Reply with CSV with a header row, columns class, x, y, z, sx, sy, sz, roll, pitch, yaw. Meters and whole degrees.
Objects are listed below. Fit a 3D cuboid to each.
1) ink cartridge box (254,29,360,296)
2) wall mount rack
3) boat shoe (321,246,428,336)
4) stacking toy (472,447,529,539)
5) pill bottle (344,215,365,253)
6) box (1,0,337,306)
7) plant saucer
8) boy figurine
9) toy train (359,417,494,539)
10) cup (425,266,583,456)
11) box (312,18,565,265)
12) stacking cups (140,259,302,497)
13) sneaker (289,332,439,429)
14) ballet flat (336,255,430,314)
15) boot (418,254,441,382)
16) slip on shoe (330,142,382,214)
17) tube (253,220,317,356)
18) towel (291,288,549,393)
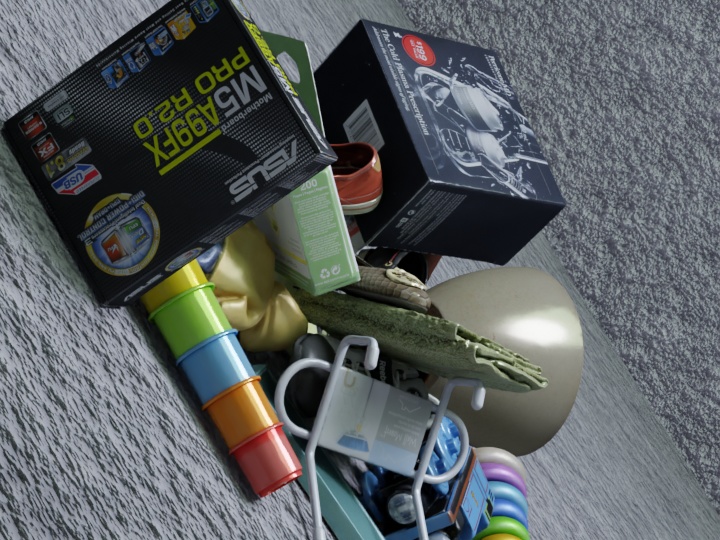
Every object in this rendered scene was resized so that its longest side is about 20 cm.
class,x,y,z,sx,sy,sz,roll,pitch,yaw
ink cartridge box,-0.062,-0.091,1.638,0.145,0.048,0.201,-150,-136,-69
wall mount rack,0.019,0.152,1.596,0.199,0.175,0.074,22,-10,-32
boat shoe,0.012,0.050,1.828,0.202,0.063,0.074,-68,143,-45
stacking toy,0.127,0.263,1.884,0.085,0.085,0.200,48,21,-33
pill bottle,-0.072,-0.094,1.916,0.200,0.111,0.111,55,12,-4
box,-0.140,-0.093,1.443,0.161,0.200,0.044,59,13,11
plant saucer,-0.036,0.163,1.622,0.200,0.019,0.070,55,12,-2
boy figurine,-0.111,-0.003,1.625,0.200,0.064,0.125,47,37,-42
toy train,0.062,0.200,1.754,0.115,0.086,0.200,63,13,-8
cup,0.111,0.088,2.047,0.143,0.200,0.201,8,43,-39
box,0.070,-0.121,1.899,0.181,0.104,0.201,8,50,-41
stacking cups,-0.111,0.076,1.489,0.201,0.060,0.060,63,13,8
sneaker,0.008,0.097,1.676,0.200,0.088,0.075,28,64,-61
ballet flat,0.000,0.000,1.705,0.067,0.047,0.200,25,-4,-29
boot,0.049,0.027,1.932,0.068,0.188,0.200,32,19,-21
slip on shoe,-0.074,-0.086,1.770,0.074,0.199,0.061,-108,-158,-48
tube,-0.068,0.018,1.803,0.058,0.052,0.201,4,53,-32
towel,0.047,0.061,1.676,0.199,0.037,0.148,15,-9,37
